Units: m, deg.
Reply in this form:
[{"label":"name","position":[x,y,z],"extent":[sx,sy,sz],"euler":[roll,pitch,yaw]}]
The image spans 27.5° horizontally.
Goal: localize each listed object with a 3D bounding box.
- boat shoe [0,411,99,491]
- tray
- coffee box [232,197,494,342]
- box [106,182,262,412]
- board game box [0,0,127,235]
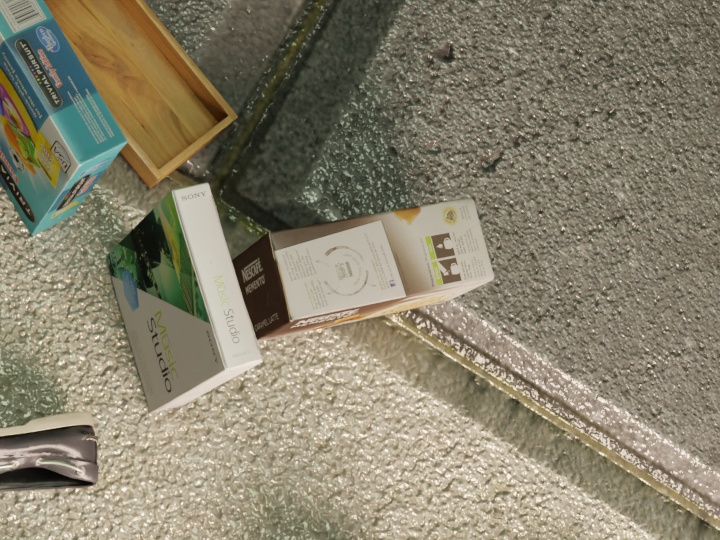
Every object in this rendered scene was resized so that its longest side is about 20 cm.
[{"label":"boat shoe","position":[-0.299,0.161,1.157],"extent":[0.199,0.073,0.063],"euler":[-10,77,-30]},{"label":"tray","position":[-0.211,-0.182,1.304],"extent":[0.099,0.037,0.200],"euler":[-41,93,-26]},{"label":"coffee box","position":[0.000,0.000,1.302],"extent":[0.199,0.114,0.080],"euler":[-11,81,-26]},{"label":"box","position":[-0.147,0.028,1.184],"extent":[0.036,0.200,0.145],"euler":[-14,81,-28]},{"label":"board game box","position":[-0.265,-0.126,1.174],"extent":[0.047,0.200,0.152],"euler":[-30,89,-26]}]
